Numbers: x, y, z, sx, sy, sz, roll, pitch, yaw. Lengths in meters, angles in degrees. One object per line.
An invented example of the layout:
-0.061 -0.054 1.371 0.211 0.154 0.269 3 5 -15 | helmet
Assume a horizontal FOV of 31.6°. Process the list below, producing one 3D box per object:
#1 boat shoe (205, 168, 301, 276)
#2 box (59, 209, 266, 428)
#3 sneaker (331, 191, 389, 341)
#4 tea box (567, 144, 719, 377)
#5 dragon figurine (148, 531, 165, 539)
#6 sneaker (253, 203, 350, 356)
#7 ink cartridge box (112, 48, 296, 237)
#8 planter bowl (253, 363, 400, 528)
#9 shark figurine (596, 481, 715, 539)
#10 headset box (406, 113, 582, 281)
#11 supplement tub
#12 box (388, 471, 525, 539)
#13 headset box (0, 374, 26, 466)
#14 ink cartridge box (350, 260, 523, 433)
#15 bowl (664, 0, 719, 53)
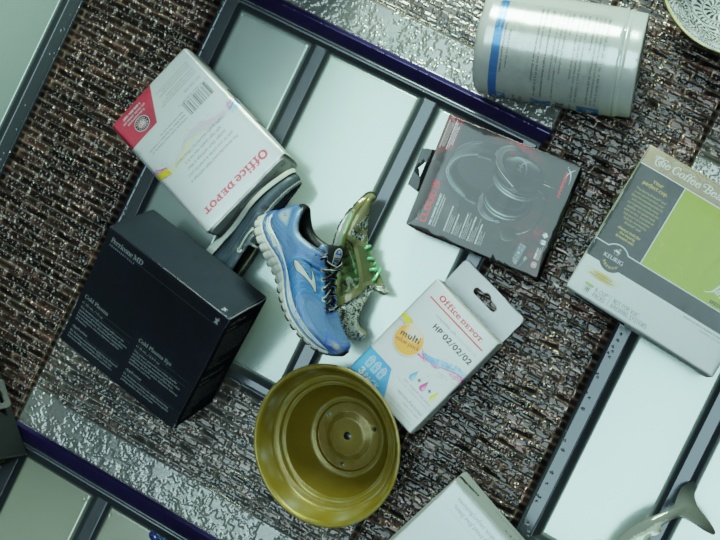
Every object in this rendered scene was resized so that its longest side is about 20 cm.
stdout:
-0.139 -0.045 1.655 0.062 0.075 0.200 44 96 12 | boat shoe
-0.252 0.060 1.626 0.199 0.104 0.183 37 117 11 | box
0.000 0.000 1.633 0.087 0.077 0.203 17 97 2 | sneaker
0.379 -0.009 1.518 0.199 0.134 0.198 33 94 11 | tea box
-0.209 0.418 1.624 0.059 0.099 0.200 -43 79 6 | dragon figurine
-0.057 0.010 1.563 0.088 0.078 0.202 -26 84 17 | sneaker
-0.204 -0.165 1.671 0.147 0.086 0.200 -43 81 5 | ink cartridge box
-0.030 0.214 1.602 0.198 0.083 0.204 1 93 21 | planter bowl
0.321 0.339 1.539 0.127 0.090 0.216 25 101 -22 | shark figurine
0.159 -0.094 1.598 0.198 0.077 0.150 24 91 10 | headset box
0.245 -0.267 1.565 0.197 0.132 0.134 12 89 12 | supplement tub
0.117 0.388 1.545 0.200 0.131 0.199 -43 80 6 | box
-0.567 0.200 1.714 0.198 0.093 0.176 -24 82 9 | headset box
0.098 0.092 1.601 0.200 0.068 0.115 -46 79 5 | ink cartridge box
0.463 -0.349 1.545 0.198 0.094 0.204 -1 85 11 | bowl
